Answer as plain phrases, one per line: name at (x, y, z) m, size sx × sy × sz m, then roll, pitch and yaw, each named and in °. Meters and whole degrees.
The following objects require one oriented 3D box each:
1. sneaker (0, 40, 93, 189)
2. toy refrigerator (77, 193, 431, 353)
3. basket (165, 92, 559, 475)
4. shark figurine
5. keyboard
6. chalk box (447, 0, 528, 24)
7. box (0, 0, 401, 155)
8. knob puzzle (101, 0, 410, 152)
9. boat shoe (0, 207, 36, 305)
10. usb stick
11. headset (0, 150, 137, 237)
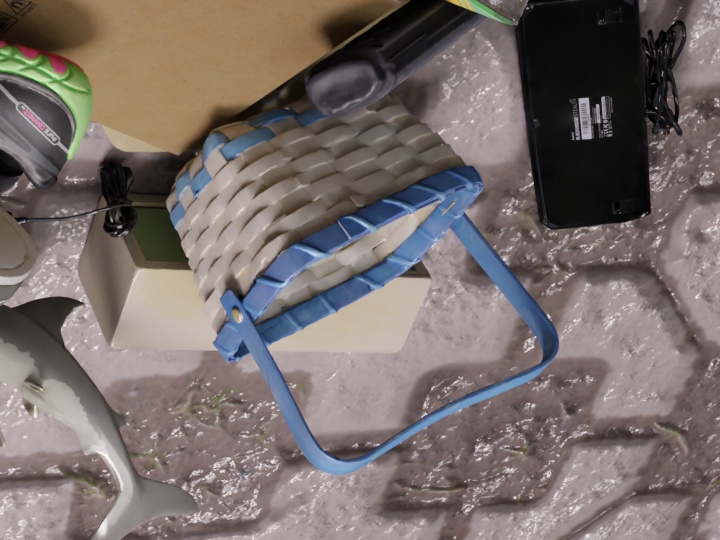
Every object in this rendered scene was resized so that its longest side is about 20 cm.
sneaker at (-0.237, -0.083, 0.989) m, size 0.200 × 0.077 × 0.084 m, roll 10°, pitch 92°, yaw 5°
toy refrigerator at (-0.064, 0.000, 1.217) m, size 0.200 × 0.076 × 0.070 m, roll 3°, pitch 127°, yaw -29°
basket at (0.000, 0.000, 1.111) m, size 0.176 × 0.200 × 0.139 m, roll -22°, pitch 159°, yaw -34°
shark figurine at (-0.177, 0.058, 1.148) m, size 0.090 × 0.214 × 0.128 m, roll -44°, pitch 166°, yaw -48°
keyboard at (0.158, -0.111, 1.273) m, size 0.104 × 0.040 × 0.200 m, roll -4°, pitch 136°, yaw 7°
chalk box at (0.010, -0.221, 0.963) m, size 0.200 × 0.124 × 0.124 m, roll 22°, pitch 95°, yaw -55°
box at (-0.103, -0.131, 1.010) m, size 0.163 × 0.021 × 0.200 m, roll 22°, pitch 146°, yaw -34°
knob puzzle at (-0.078, -0.147, 1.107) m, size 0.220 × 0.030 × 0.220 m, roll -14°, pitch 134°, yaw -14°
boat shoe at (-0.269, -0.023, 1.032) m, size 0.202 × 0.072 × 0.060 m, roll 20°, pitch 123°, yaw -1°
usb stick at (0.032, -0.128, 1.057) m, size 0.055 × 0.200 × 0.033 m, roll -17°, pitch 104°, yaw 32°
headset at (-0.218, -0.062, 1.099) m, size 0.200 × 0.094 × 0.124 m, roll 20°, pitch 123°, yaw -21°
